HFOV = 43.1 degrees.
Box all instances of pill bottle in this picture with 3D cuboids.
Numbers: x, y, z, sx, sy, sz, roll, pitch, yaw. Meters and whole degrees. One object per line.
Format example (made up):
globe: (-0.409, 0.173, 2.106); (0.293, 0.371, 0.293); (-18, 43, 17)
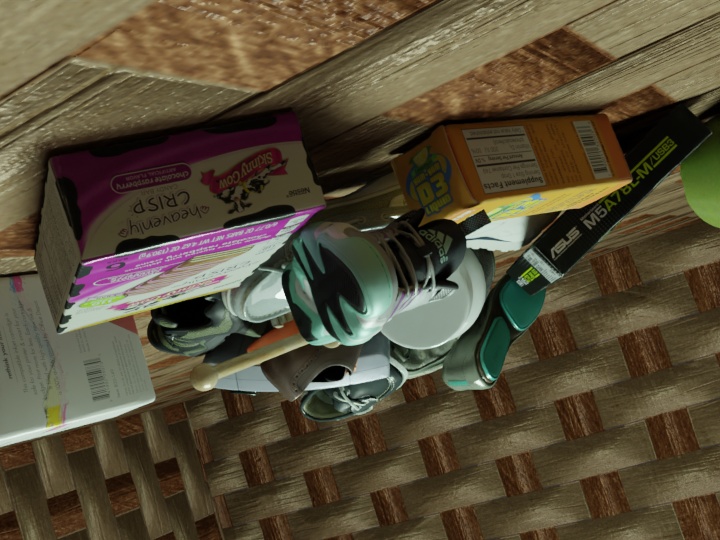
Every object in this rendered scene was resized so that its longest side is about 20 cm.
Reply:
pill bottle: (0.074, 0.009, 0.920); (0.113, 0.113, 0.200); (-20, -175, 15)

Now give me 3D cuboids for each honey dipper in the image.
honey dipper: (-0.068, 0.065, 0.796); (0.200, 0.038, 0.038); (-17, 175, -45)

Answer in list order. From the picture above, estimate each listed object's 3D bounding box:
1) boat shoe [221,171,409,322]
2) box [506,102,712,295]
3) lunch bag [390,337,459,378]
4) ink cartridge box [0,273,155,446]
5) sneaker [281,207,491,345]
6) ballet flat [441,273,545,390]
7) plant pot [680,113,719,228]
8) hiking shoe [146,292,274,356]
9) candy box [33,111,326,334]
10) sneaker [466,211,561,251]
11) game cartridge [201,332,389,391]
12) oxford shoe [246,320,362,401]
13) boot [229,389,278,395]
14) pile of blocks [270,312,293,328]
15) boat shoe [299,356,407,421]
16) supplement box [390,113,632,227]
boat shoe: (-0.010, -0.014, 0.704); (0.202, 0.065, 0.074); (-25, 138, -17)
box: (0.237, -0.061, 0.908); (0.193, 0.048, 0.200); (-46, 174, -2)
lunch bag: (0.039, 0.072, 1.159); (0.168, 0.139, 0.200); (-44, -169, -30)
ink cartridge box: (-0.262, 0.068, 0.671); (0.067, 0.117, 0.200); (-23, 170, 38)
sneaker: (0.028, -0.010, 0.591); (0.140, 0.078, 0.200); (-22, -178, -13)
ballet flat: (0.142, 0.059, 0.994); (0.064, 0.067, 0.200); (-17, -159, 38)
plant pot: (0.409, -0.102, 0.871); (0.200, 0.200, 0.190); (-16, -174, -12)
hiking shoe: (-0.172, 0.038, 0.914); (0.101, 0.076, 0.200); (18, 155, -39)
candy box: (-0.120, -0.022, 0.556); (0.136, 0.061, 0.200); (-15, 173, -24)
sneaker: (0.130, -0.064, 0.831); (0.200, 0.076, 0.080); (-14, 163, -39)
game cartridge: (-0.067, 0.085, 0.989); (0.200, 0.042, 0.133); (-3, -162, 3)
oxford shoe: (-0.027, 0.074, 0.906); (0.200, 0.073, 0.071); (-23, 168, -49)
boot: (-0.078, 0.075, 1.126); (0.200, 0.131, 0.068); (-18, 173, -1)
pile of blocks: (-0.061, 0.001, 0.792); (0.062, 0.082, 0.200); (-18, 173, 6)
boat shoe: (-0.011, 0.143, 1.079); (0.060, 0.076, 0.200); (-56, -172, -28)
supplement box: (0.122, -0.078, 0.707); (0.200, 0.069, 0.067); (-9, 166, -39)
